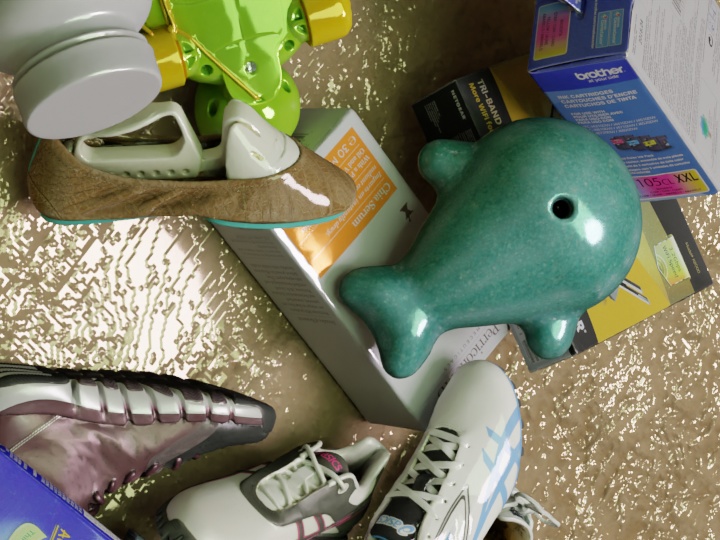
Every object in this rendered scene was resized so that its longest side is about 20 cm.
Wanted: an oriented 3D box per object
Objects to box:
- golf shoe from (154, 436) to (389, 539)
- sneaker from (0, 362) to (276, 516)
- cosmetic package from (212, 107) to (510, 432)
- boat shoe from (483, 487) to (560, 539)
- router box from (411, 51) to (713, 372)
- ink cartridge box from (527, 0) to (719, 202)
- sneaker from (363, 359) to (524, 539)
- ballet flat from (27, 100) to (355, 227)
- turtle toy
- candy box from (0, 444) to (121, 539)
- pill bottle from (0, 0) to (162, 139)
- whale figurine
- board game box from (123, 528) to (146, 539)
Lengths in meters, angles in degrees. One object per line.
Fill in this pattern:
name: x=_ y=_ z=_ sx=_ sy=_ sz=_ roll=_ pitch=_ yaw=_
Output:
golf shoe: x=-0.055 y=0.142 z=1.424 sx=0.088 sy=0.077 sz=0.200 roll=-49 pitch=163 yaw=21
sneaker: x=-0.152 y=0.122 z=1.409 sx=0.198 sy=0.076 sz=0.117 roll=7 pitch=94 yaw=-25
cosmetic package: x=0.000 y=0.000 z=1.503 sx=0.102 sy=0.071 sz=0.200 roll=-50 pitch=119 yaw=-23
boat shoe: x=0.091 y=0.172 z=1.514 sx=0.075 sy=0.086 sz=0.203 roll=41 pitch=34 yaw=-30
router box: x=0.140 y=-0.051 z=1.566 sx=0.157 sy=0.052 sz=0.201 roll=-24 pitch=89 yaw=-42
ink cartridge box: x=0.174 y=-0.155 z=1.500 sx=0.200 sy=0.076 sz=0.137 roll=48 pitch=44 yaw=-49
sneaker: x=0.047 y=0.149 z=1.459 sx=0.072 sy=0.071 sz=0.201 roll=37 pitch=73 yaw=-55
ballet flat: x=-0.101 y=-0.067 z=1.374 sx=0.198 sy=0.068 sz=0.073 roll=1 pitch=125 yaw=-2
turtle toy: x=-0.084 y=-0.163 z=1.414 sx=0.145 sy=0.101 sz=0.202 roll=-16 pitch=106 yaw=-10
candy box: x=-0.187 y=0.225 z=1.317 sx=0.200 sy=0.077 sz=0.169 roll=40 pitch=86 yaw=-6
pill bottle: x=-0.182 y=-0.182 z=1.297 sx=0.108 sy=0.109 sz=0.201 roll=-10 pitch=71 yaw=-34
whale figurine: x=0.086 y=-0.014 z=1.439 sx=0.199 sy=0.104 sz=0.160 roll=-31 pitch=90 yaw=-11
board game box: x=-0.105 y=0.267 z=1.406 sx=0.198 sy=0.062 sz=0.202 roll=9 pitch=87 yaw=-12
